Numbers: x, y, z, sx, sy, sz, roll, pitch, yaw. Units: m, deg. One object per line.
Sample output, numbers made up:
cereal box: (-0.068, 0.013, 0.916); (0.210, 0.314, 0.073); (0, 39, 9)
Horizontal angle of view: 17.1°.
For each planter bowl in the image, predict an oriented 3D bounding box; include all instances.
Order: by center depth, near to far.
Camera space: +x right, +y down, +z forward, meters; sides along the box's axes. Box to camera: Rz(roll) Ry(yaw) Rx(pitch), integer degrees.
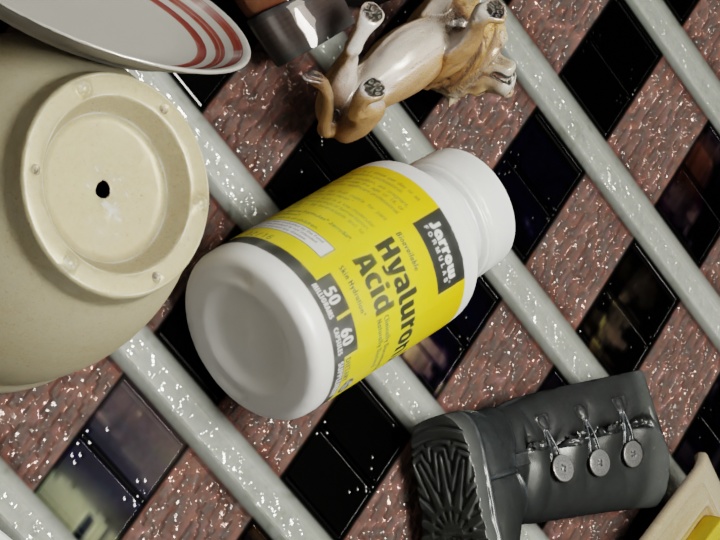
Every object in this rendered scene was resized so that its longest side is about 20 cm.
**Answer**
planter bowl: (-0.166, -0.038, 1.288); (0.200, 0.135, 0.201); (7, 79, -41)

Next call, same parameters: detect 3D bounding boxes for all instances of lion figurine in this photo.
lion figurine: (0.023, -0.125, 1.488); (0.200, 0.123, 0.073); (-25, 74, -32)

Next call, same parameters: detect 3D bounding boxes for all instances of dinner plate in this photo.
dinner plate: (-0.155, -0.149, 1.302); (0.200, 0.200, 0.024); (8, 115, -40)

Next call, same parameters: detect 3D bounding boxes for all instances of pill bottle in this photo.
pill bottle: (0.000, 0.000, 1.441); (0.200, 0.111, 0.111); (-32, 105, -39)

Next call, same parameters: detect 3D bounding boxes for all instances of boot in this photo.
boot: (-0.039, -0.250, 1.491); (0.188, 0.068, 0.200); (-33, 98, -31)
boot: (0.124, 0.158, 1.564); (0.200, 0.066, 0.165); (-9, 97, -48)

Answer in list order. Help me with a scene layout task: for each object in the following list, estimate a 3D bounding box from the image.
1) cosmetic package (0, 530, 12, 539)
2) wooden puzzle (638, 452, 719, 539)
cosmetic package: (-0.241, 0.225, 1.147); (0.165, 0.165, 0.200); (42, 59, -13)
wooden puzzle: (0.227, 0.254, 1.631); (0.200, 0.037, 0.185); (-51, 126, -34)
